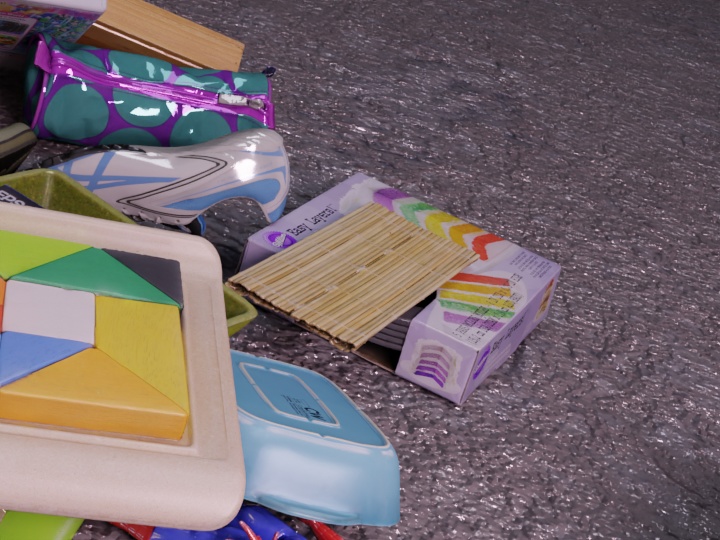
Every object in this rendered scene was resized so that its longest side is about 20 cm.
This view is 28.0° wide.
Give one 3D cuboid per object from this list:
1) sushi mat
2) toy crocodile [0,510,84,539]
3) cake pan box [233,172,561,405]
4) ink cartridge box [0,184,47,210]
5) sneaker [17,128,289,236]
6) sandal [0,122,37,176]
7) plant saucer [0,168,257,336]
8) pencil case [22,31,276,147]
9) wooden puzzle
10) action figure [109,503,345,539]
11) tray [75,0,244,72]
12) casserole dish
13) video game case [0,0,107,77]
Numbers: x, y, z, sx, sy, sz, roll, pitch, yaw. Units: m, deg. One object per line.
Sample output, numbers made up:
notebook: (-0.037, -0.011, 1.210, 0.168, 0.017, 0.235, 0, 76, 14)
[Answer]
sushi mat: (0.000, 0.000, 0.963, 0.096, 0.012, 0.200, 29, 28, 17)
toy crocodile: (-0.224, 0.090, 0.673, 0.200, 0.068, 0.062, 17, 25, -9)
cake pan box: (0.030, 0.008, 1.040, 0.184, 0.052, 0.200, 25, 26, 18)
ink cartridge box: (-0.204, 0.004, 0.777, 0.099, 0.039, 0.200, 29, 33, 23)
sneaker: (-0.148, -0.056, 1.005, 0.200, 0.073, 0.072, -4, 7, 4)
sandal: (-0.284, -0.070, 0.937, 0.057, 0.080, 0.201, 51, 19, 0)
plant saucer: (-0.198, 0.018, 0.854, 0.200, 0.048, 0.200, 33, 31, 27)
pencil case: (-0.166, -0.133, 1.143, 0.200, 0.092, 0.085, 7, 72, -21)
wooden puzzle: (-0.149, 0.032, 0.693, 0.185, 0.037, 0.200, 10, 36, -16)
action figure: (-0.042, 0.141, 0.723, 0.200, 0.052, 0.065, 26, 21, 11)
tray: (-0.208, -0.197, 1.205, 0.200, 0.037, 0.099, 21, -20, -22)
casserole dish: (-0.045, 0.083, 0.781, 0.121, 0.039, 0.200, 15, 8, -19)
video game case: (-0.319, -0.196, 1.114, 0.200, 0.024, 0.182, 5, -13, -28)
